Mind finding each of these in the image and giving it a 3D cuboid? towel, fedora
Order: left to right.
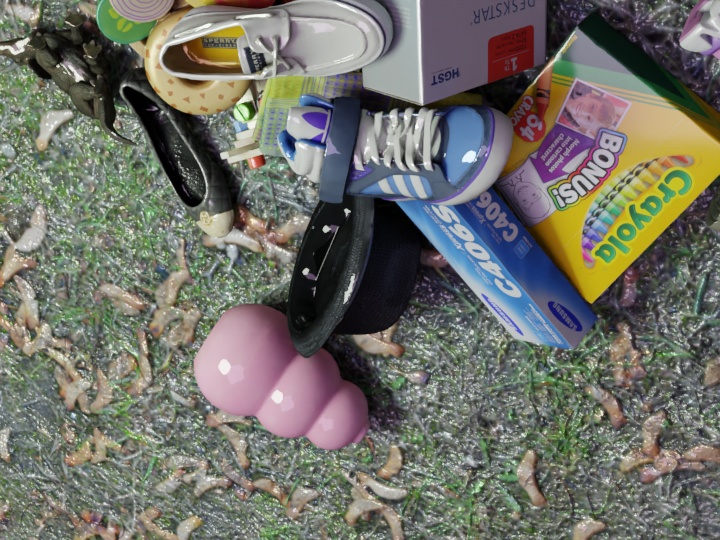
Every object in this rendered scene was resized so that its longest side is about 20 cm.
[{"bbox_3d":[0.000,0.000,1.196,0.092,0.201,0.201,14,128,-20],"label":"fedora"},{"bbox_3d":[0.008,-0.132,1.096,0.200,0.023,0.144,10,154,-9],"label":"towel"}]

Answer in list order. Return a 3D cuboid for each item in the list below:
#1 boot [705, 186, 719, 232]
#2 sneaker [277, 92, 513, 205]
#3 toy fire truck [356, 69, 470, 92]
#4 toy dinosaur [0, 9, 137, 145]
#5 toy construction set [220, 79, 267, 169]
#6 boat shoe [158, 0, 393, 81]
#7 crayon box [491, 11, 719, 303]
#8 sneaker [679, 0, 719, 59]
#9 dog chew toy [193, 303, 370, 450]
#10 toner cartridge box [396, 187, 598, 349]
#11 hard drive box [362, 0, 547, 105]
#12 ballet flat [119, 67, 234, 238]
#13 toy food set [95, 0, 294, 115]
[{"bbox_3d":[0.404,-0.063,0.967,0.200,0.073,0.182,24,119,0],"label":"boot"},{"bbox_3d":[0.014,-0.106,1.001,0.200,0.146,0.081,-7,73,59],"label":"sneaker"},{"bbox_3d":[0.002,-0.221,1.119,0.200,0.049,0.141,11,122,23],"label":"toy fire truck"},{"bbox_3d":[-0.293,-0.205,1.259,0.200,0.077,0.102,37,163,3],"label":"toy dinosaur"},{"bbox_3d":[-0.128,-0.188,1.168,0.131,0.092,0.200,-13,114,29],"label":"toy construction set"},{"bbox_3d":[-0.073,-0.182,0.975,0.200,0.070,0.071,4,127,22],"label":"boat shoe"},{"bbox_3d":[0.206,-0.097,1.075,0.173,0.058,0.200,40,126,3],"label":"crayon box"},{"bbox_3d":[0.345,-0.224,0.932,0.088,0.081,0.200,39,131,-5],"label":"sneaker"},{"bbox_3d":[-0.079,0.124,1.305,0.200,0.125,0.125,33,126,-3],"label":"dog chew toy"},{"bbox_3d":[0.125,-0.011,1.114,0.200,0.043,0.095,47,163,-23],"label":"toner cartridge box"},{"bbox_3d":[0.077,-0.256,0.988,0.077,0.156,0.200,25,129,43],"label":"hard drive box"},{"bbox_3d":[-0.197,-0.119,1.268,0.066,0.057,0.200,-20,105,33],"label":"ballet flat"},{"bbox_3d":[-0.132,-0.240,1.041,0.200,0.049,0.198,-26,125,22],"label":"toy food set"}]
